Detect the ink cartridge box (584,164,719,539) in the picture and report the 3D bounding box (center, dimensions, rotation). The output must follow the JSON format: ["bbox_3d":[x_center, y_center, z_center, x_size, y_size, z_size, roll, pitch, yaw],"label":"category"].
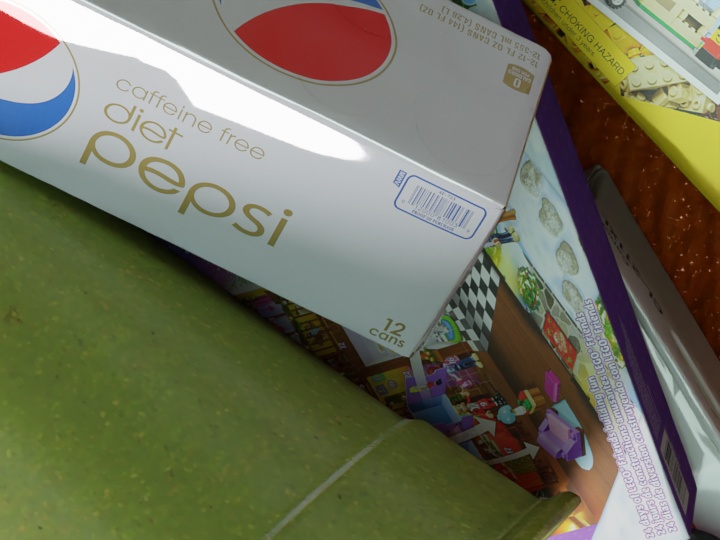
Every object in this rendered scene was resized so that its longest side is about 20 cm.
[{"bbox_3d":[0.026,0.081,0.949,0.200,0.083,0.146,-29,97,15],"label":"ink cartridge box"}]

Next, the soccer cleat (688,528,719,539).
[{"bbox_3d":[0.037,0.148,0.895,0.200,0.068,0.073,-35,125,9],"label":"soccer cleat"}]

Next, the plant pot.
[{"bbox_3d":[-0.078,0.065,0.792,0.190,0.200,0.200,45,107,7],"label":"plant pot"}]

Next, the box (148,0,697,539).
[{"bbox_3d":[0.000,0.000,0.857,0.136,0.039,0.200,-16,107,16],"label":"box"}]

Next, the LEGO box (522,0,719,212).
[{"bbox_3d":[0.136,-0.101,0.889,0.149,0.077,0.200,-43,92,17],"label":"LEGO box"}]

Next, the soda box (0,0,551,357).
[{"bbox_3d":[-0.055,-0.060,0.770,0.200,0.068,0.064,26,133,-6],"label":"soda box"}]
